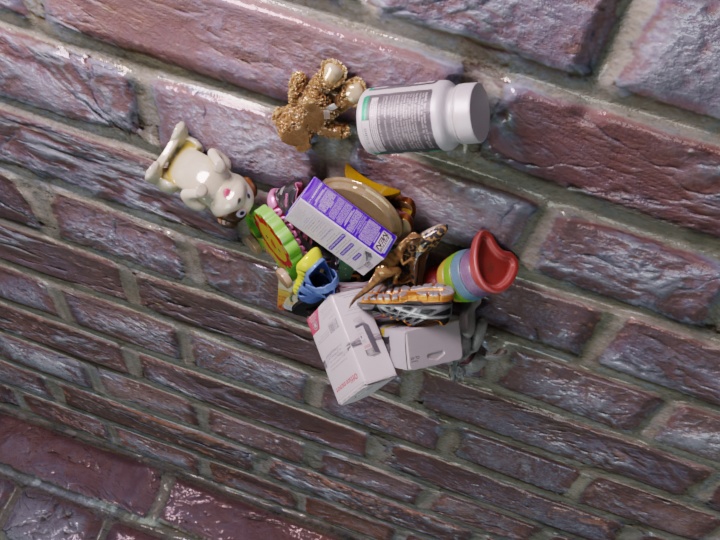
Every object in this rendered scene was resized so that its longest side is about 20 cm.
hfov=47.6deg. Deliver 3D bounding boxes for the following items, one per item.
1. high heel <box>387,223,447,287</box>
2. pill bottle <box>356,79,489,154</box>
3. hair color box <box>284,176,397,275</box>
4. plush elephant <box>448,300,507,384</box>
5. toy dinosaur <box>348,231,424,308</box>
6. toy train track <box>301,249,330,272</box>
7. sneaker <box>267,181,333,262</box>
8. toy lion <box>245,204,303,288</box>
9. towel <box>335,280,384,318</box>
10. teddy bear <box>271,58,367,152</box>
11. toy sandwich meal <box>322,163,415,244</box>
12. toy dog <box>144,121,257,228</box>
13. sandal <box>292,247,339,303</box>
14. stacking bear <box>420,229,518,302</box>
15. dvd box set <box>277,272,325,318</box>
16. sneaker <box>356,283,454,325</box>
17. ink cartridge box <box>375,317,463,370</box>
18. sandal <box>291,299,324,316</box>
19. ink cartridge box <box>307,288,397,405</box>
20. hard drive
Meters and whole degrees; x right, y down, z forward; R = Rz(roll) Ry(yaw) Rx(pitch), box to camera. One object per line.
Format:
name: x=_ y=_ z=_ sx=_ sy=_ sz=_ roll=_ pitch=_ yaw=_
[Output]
high heel: x=0.135 y=0.005 z=1.650 sx=0.200 sy=0.071 sz=0.143 roll=-40 pitch=75 yaw=37
pill bottle: x=0.103 y=-0.251 z=1.341 sx=0.199 sy=0.114 sz=0.113 roll=1 pitch=141 yaw=29
hair color box: x=-0.040 y=-0.084 z=1.593 sx=0.200 sy=0.065 sz=0.109 roll=37 pitch=153 yaw=-8
plush elephant: x=0.230 y=0.164 z=1.816 sx=0.164 sy=0.201 sz=0.155 roll=-21 pitch=154 yaw=26
toy dinosaur: x=0.045 y=0.003 z=1.599 sx=0.060 sy=0.200 sz=0.106 roll=38 pitch=174 yaw=33
toy train track: x=-0.066 y=-0.049 z=1.791 sx=0.114 sy=0.033 sz=0.200 roll=34 pitch=140 yaw=4
sneaker: x=-0.101 y=-0.103 z=1.691 sx=0.095 sy=0.079 sz=0.200 roll=-28 pitch=114 yaw=31
toy lion: x=-0.183 y=-0.069 z=1.703 sx=0.200 sy=0.069 sz=0.192 roll=44 pitch=161 yaw=33
towel: x=0.006 y=0.069 z=1.817 sx=0.145 sy=0.030 sz=0.200 roll=-10 pitch=154 yaw=-14
teddy bear: x=-0.071 y=-0.294 z=1.437 sx=0.144 sy=0.067 sz=0.200 roll=19 pitch=141 yaw=-13
toy sandwich meal: x=0.016 y=-0.128 z=1.608 sx=0.204 sy=0.070 sz=0.206 roll=25 pitch=153 yaw=14
toy dog: x=-0.310 y=-0.169 z=1.651 sx=0.199 sy=0.140 sz=0.194 roll=31 pitch=161 yaw=2
sandal: x=-0.089 y=0.031 z=1.697 sx=0.087 sy=0.079 sz=0.200 roll=44 pitch=165 yaw=12
stacking bear: x=0.202 y=0.013 z=1.663 sx=0.121 sy=0.114 sz=0.200 roll=38 pitch=147 yaw=-23
dvd box set: x=-0.126 y=0.050 z=1.958 sx=0.145 sy=0.030 sz=0.200 roll=17 pitch=146 yaw=3
sneaker: x=0.089 y=0.072 z=1.622 sx=0.199 sy=0.078 sz=0.078 roll=1 pitch=114 yaw=18
ink cartridge box: x=0.098 y=0.146 z=1.716 sx=0.147 sy=0.086 sz=0.200 roll=-9 pitch=-175 yaw=-31
sandal: x=-0.064 y=0.102 z=1.935 sx=0.199 sy=0.045 sz=0.075 roll=6 pitch=146 yaw=-8
ink cartridge box: x=-0.020 y=0.159 z=1.691 sx=0.084 sy=0.201 sz=0.146 roll=-11 pitch=161 yaw=-29
hard drive: x=0.000 y=0.000 z=1.755 sx=0.139 sy=0.038 sz=0.200 roll=-10 pitch=151 yaw=-16
